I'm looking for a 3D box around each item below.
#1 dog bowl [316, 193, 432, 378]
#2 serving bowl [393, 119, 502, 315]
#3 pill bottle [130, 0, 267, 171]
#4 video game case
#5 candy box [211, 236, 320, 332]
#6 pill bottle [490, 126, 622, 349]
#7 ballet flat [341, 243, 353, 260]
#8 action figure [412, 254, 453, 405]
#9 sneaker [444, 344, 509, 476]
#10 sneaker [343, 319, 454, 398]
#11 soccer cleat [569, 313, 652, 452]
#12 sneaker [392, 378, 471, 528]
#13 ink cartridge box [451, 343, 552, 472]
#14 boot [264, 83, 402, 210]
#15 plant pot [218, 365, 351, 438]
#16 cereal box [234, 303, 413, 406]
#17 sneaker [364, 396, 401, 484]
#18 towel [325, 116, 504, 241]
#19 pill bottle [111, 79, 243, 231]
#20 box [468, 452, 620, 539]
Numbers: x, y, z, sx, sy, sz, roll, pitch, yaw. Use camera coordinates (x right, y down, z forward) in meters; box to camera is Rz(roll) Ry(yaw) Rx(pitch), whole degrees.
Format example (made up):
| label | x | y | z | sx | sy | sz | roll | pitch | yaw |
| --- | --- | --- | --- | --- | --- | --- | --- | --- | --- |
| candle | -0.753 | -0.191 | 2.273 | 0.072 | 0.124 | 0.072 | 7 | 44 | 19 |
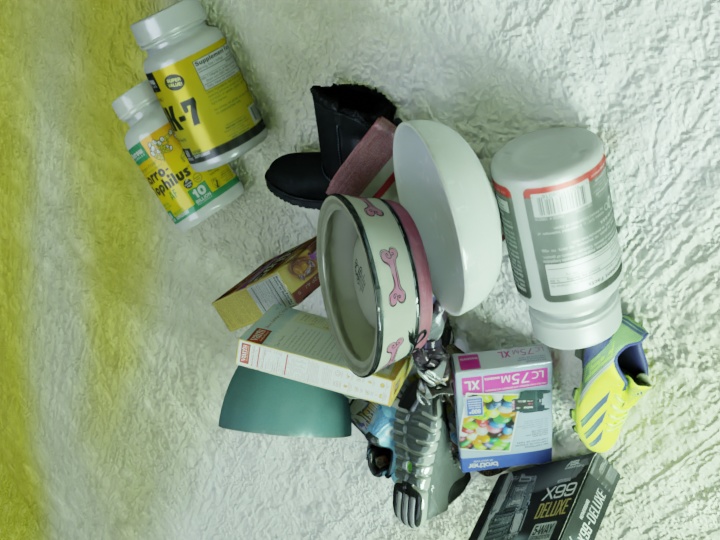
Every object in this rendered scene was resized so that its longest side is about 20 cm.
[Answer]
| label | x | y | z | sx | sy | sz | roll | pitch | yaw |
| --- | --- | --- | --- | --- | --- | --- | --- | --- | --- |
| dog bowl | 0.015 | 0.012 | 1.152 | 0.200 | 0.073 | 0.204 | 169 | 90 | -73 |
| serving bowl | 0.096 | -0.060 | 1.065 | 0.200 | 0.065 | 0.204 | 164 | 90 | -80 |
| pill bottle | -0.209 | -0.241 | 1.346 | 0.113 | 0.114 | 0.202 | -4 | 117 | 49 |
| video game case | 0.070 | 0.223 | 1.509 | 0.181 | 0.025 | 0.201 | 44 | 144 | 11 |
| candy box | -0.112 | 0.016 | 1.456 | 0.199 | 0.116 | 0.057 | -21 | 105 | 53 |
| pill bottle | 0.204 | -0.031 | 1.060 | 0.113 | 0.114 | 0.203 | 12 | 129 | 42 |
| ballet flat | 0.000 | 0.000 | 1.330 | 0.066 | 0.057 | 0.201 | 18 | 157 | 20 |
| action figure | 0.079 | 0.066 | 1.222 | 0.130 | 0.068 | 0.204 | -129 | 38 | -62 |
| sneaker | 0.153 | 0.178 | 1.354 | 0.076 | 0.069 | 0.202 | -104 | -7 | -54 |
| sneaker | 0.047 | 0.117 | 1.379 | 0.200 | 0.079 | 0.074 | -40 | 84 | 38 |
| soccer cleat | 0.281 | 0.134 | 1.160 | 0.083 | 0.065 | 0.203 | 20 | 134 | 33 |
| sneaker | 0.103 | 0.233 | 1.387 | 0.074 | 0.114 | 0.204 | 20 | 107 | 44 |
| ink cartridge box | 0.176 | 0.183 | 1.286 | 0.117 | 0.042 | 0.202 | -7 | 128 | 1 |
| boot | -0.038 | -0.149 | 1.267 | 0.196 | 0.073 | 0.164 | 21 | 137 | 26 |
| plant pot | -0.107 | 0.169 | 1.549 | 0.198 | 0.198 | 0.137 | -1 | 83 | 48 |
| cereal box | -0.039 | 0.101 | 1.286 | 0.197 | 0.144 | 0.040 | 14 | 108 | 11 |
| sneaker | 0.039 | 0.252 | 1.457 | 0.078 | 0.090 | 0.201 | 27 | 152 | 31 |
| towel | 0.072 | -0.080 | 1.191 | 0.198 | 0.023 | 0.144 | 33 | 142 | -10 |
| pill bottle | -0.259 | -0.167 | 1.466 | 0.112 | 0.112 | 0.202 | -19 | 105 | 53 |
| box | 0.218 | 0.318 | 1.305 | 0.050 | 0.159 | 0.199 | 41 | 147 | -12 |
